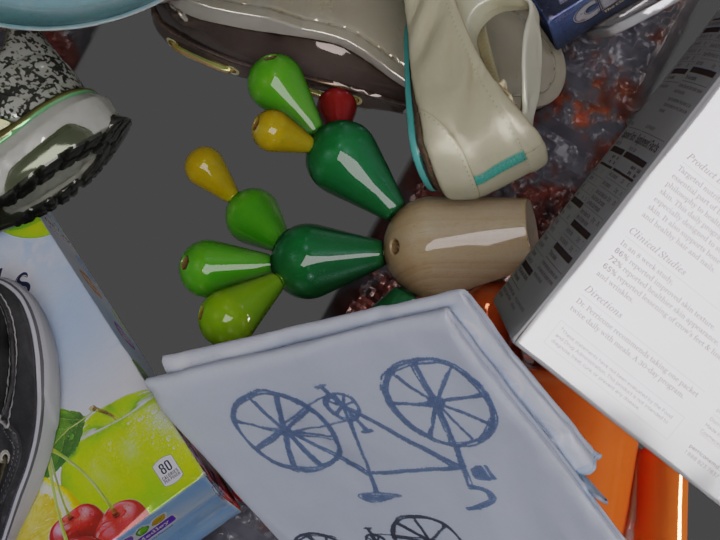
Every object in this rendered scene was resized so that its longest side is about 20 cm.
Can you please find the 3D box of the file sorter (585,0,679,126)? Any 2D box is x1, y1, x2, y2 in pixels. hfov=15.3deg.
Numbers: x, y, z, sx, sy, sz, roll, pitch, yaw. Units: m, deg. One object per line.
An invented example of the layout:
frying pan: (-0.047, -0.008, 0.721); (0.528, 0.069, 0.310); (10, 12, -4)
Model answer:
file sorter: (0.203, -0.057, 1.242); (0.124, 0.139, 0.201); (-27, 94, 0)

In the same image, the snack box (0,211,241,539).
snack box: (-0.179, 0.072, 1.224); (0.168, 0.068, 0.200); (-36, 65, -1)

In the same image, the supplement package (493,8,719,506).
supplement package: (0.176, -0.012, 1.102); (0.151, 0.151, 0.200); (38, 94, -4)

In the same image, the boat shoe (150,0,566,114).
boat shoe: (-0.003, -0.110, 1.268); (0.199, 0.060, 0.072); (15, 60, -5)

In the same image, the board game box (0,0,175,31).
board game box: (-0.127, -0.226, 1.205); (0.158, 0.097, 0.201); (-9, 73, -2)

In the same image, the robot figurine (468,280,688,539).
robot figurine: (0.072, 0.108, 1.254); (0.143, 0.116, 0.202); (6, 93, -27)

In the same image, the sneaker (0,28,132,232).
sneaker: (-0.205, -0.044, 1.194); (0.199, 0.077, 0.089); (-30, 77, -9)

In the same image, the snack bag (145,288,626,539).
snack bag: (0.029, 0.096, 1.132); (0.200, 0.188, 0.021); (51, 48, -23)

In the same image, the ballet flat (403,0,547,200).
ballet flat: (0.046, -0.121, 1.202); (0.069, 0.070, 0.201); (-8, 60, -3)

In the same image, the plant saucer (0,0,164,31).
plant saucer: (-0.128, -0.190, 1.129); (0.198, 0.027, 0.202); (-1, 73, 2)

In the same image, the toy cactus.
toy cactus: (0.000, 0.000, 1.213); (0.164, 0.102, 0.201); (-8, 70, 13)

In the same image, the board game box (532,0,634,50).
board game box: (0.139, -0.213, 1.255); (0.199, 0.035, 0.136); (-32, 68, -1)

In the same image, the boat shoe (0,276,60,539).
boat shoe: (-0.182, 0.092, 1.145); (0.069, 0.066, 0.201); (10, 74, 17)
